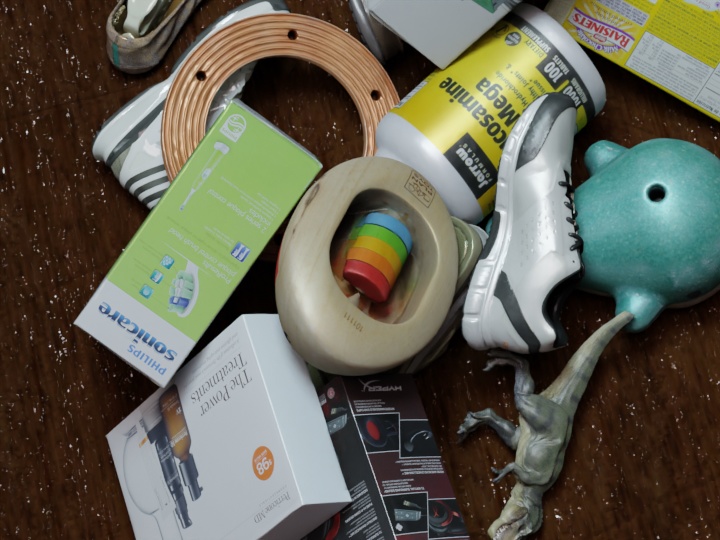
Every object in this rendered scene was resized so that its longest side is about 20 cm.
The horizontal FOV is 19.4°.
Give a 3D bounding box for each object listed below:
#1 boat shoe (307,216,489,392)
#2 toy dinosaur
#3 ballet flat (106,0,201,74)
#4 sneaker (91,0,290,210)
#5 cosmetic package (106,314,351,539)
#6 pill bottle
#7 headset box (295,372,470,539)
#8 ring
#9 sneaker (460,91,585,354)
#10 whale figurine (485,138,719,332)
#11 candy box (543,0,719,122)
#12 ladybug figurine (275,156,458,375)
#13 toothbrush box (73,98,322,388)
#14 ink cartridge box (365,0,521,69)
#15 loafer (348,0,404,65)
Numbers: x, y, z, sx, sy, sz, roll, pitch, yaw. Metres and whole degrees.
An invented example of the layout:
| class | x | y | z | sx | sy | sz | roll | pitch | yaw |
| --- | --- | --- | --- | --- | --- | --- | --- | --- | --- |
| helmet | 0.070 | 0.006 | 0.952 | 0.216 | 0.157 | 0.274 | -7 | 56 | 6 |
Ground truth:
| class | x | y | z | sx | sy | sz | roll | pitch | yaw |
| --- | --- | --- | --- | --- | --- | --- | --- | --- | --- |
| boat shoe | 0.034 | 0.050 | 1.611 | 0.200 | 0.068 | 0.075 | -48 | 59 | 13 |
| toy dinosaur | 0.126 | 0.108 | 1.583 | 0.088 | 0.047 | 0.200 | 24 | 85 | 15 |
| ballet flat | -0.151 | -0.256 | 1.761 | 0.068 | 0.067 | 0.200 | 22 | 74 | 16 |
| sneaker | -0.110 | -0.123 | 1.711 | 0.200 | 0.076 | 0.115 | -42 | 77 | 0 |
| cosmetic package | -0.101 | 0.144 | 1.544 | 0.200 | 0.052 | 0.151 | -41 | 61 | 41 |
| pill bottle | 0.086 | -0.106 | 1.642 | 0.200 | 0.112 | 0.112 | -43 | 69 | -8 |
| headset box | 0.000 | 0.195 | 1.520 | 0.149 | 0.075 | 0.201 | -39 | 60 | 41 |
| ring | -0.061 | -0.105 | 1.674 | 0.200 | 0.019 | 0.201 | 2 | 83 | -15 |
| sneaker | 0.138 | -0.032 | 1.562 | 0.080 | 0.074 | 0.201 | 12 | 90 | 27 |
| whale figurine | 0.193 | -0.032 | 1.602 | 0.199 | 0.104 | 0.160 | -10 | 69 | 8 |
| candy box | 0.249 | -0.188 | 1.629 | 0.200 | 0.102 | 0.026 | 29 | 38 | -1 |
| ladybug figurine | 0.000 | 0.000 | 1.518 | 0.136 | 0.072 | 0.200 | 41 | 46 | -10 |
| toothbrush box | -0.119 | -0.024 | 1.569 | 0.086 | 0.146 | 0.200 | 37 | 92 | -5 |
| ink cartridge box | 0.102 | -0.271 | 1.611 | 0.200 | 0.084 | 0.146 | -40 | 26 | 29 |
| loafer | 0.024 | -0.265 | 1.733 | 0.071 | 0.073 | 0.201 | -6 | 69 | 8 |
